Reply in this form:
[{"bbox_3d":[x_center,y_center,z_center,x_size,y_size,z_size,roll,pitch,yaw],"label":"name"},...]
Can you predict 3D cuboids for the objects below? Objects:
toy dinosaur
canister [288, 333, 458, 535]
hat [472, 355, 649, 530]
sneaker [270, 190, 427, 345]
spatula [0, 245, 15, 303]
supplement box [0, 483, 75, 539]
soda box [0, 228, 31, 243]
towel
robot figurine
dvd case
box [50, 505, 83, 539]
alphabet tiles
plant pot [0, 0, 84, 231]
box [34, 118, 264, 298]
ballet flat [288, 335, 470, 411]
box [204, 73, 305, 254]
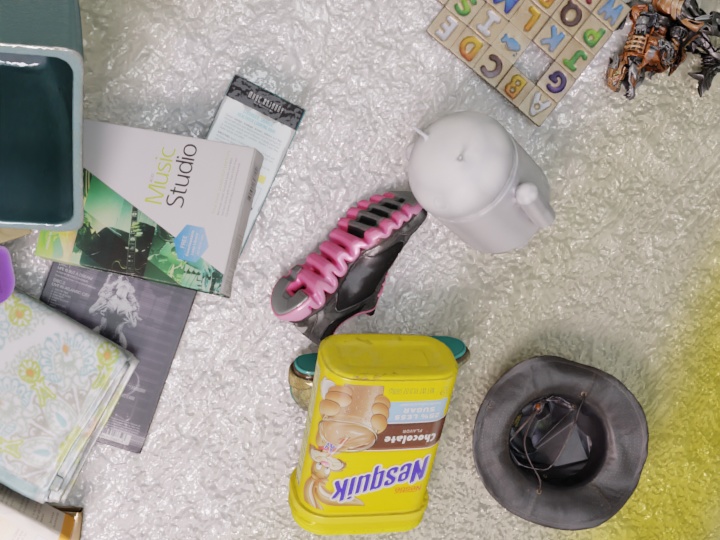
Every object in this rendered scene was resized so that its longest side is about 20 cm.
[{"bbox_3d":[0.360,-0.271,1.136,0.136,0.102,0.200,37,107,4],"label":"toy dinosaur"},{"bbox_3d":[0.011,0.166,1.043,0.148,0.087,0.201,1,121,-16],"label":"canister"},{"bbox_3d":[0.213,0.189,1.140,0.199,0.081,0.202,0,87,-8],"label":"hat"},{"bbox_3d":[0.000,0.000,1.088,0.200,0.079,0.096,-42,124,-6],"label":"sneaker"},{"bbox_3d":[-0.421,0.036,0.980,0.199,0.021,0.057,-23,74,12],"label":"spatula"},{"bbox_3d":[-0.395,0.256,0.981,0.199,0.074,0.126,32,87,-12],"label":"supplement box"},{"bbox_3d":[-0.417,-0.035,0.948,0.199,0.064,0.068,-22,102,-32],"label":"soda box"},{"bbox_3d":[-0.340,0.113,1.004,0.199,0.048,0.172,29,86,-1],"label":"towel"},{"bbox_3d":[0.122,-0.090,1.052,0.200,0.169,0.113,33,82,-53],"label":"robot figurine"},{"bbox_3d":[-0.264,0.072,1.050,0.148,0.016,0.201,19,90,-13],"label":"dvd case"},{"bbox_3d":[-0.374,0.337,1.041,0.162,0.021,0.201,6,92,-13],"label":"box"},{"bbox_3d":[0.173,-0.285,1.118,0.200,0.008,0.167,38,90,-9],"label":"alphabet tiles"},{"bbox_3d":[-0.340,-0.177,0.909,0.195,0.201,0.197,3,135,-13],"label":"plant pot"},{"bbox_3d":[-0.205,-0.063,0.991,0.199,0.036,0.145,10,81,14],"label":"box"},{"bbox_3d":[0.020,0.114,1.101,0.199,0.071,0.071,-7,96,-13],"label":"ballet flat"},{"bbox_3d":[-0.135,-0.090,1.043,0.082,0.049,0.201,25,83,-12],"label":"box"}]
